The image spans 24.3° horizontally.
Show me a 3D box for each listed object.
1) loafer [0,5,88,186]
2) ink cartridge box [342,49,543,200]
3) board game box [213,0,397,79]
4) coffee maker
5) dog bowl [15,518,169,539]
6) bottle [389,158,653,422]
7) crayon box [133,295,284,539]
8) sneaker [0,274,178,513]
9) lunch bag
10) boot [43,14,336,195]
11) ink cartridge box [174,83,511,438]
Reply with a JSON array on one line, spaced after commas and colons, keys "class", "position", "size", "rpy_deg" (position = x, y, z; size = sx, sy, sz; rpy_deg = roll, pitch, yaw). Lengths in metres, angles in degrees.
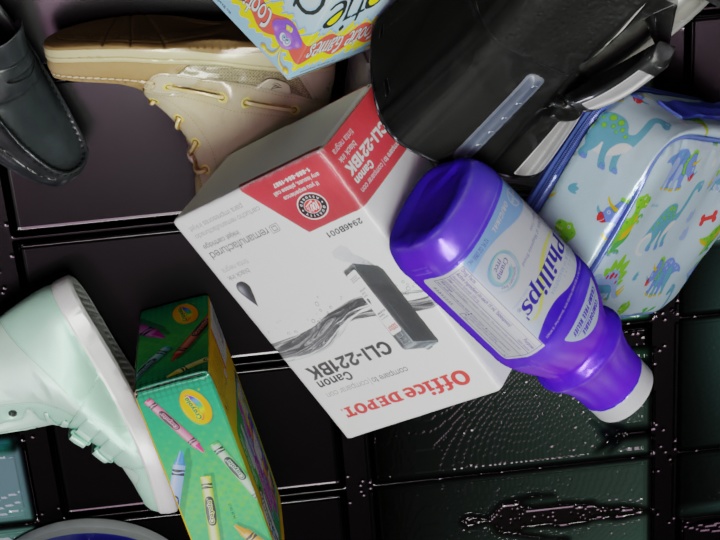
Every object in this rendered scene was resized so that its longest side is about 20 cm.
[{"class": "loafer", "position": [-0.250, -0.139, 1.123], "size": [0.070, 0.068, 0.201], "rpy_deg": [-15, 121, 43]}, {"class": "ink cartridge box", "position": [0.054, -0.062, 1.189], "size": [0.145, 0.084, 0.200], "rpy_deg": [6, 116, -9]}, {"class": "board game box", "position": [-0.006, -0.232, 1.033], "size": [0.105, 0.103, 0.200], "rpy_deg": [47, 134, 15]}, {"class": "coffee maker", "position": [0.091, -0.167, 1.002], "size": [0.192, 0.135, 0.200], "rpy_deg": [37, 131, -11]}, {"class": "dog bowl", "position": [-0.217, 0.304, 1.350], "size": [0.200, 0.079, 0.200], "rpy_deg": [-2, 117, -4]}, {"class": "bottle", "position": [0.106, 0.019, 1.039], "size": [0.200, 0.084, 0.065], "rpy_deg": [43, 148, -26]}, {"class": "crayon box", "position": [-0.110, 0.135, 1.253], "size": [0.058, 0.119, 0.200], "rpy_deg": [-16, 117, 2]}, {"class": "sneaker", "position": [-0.220, 0.113, 1.255], "size": [0.118, 0.074, 0.201], "rpy_deg": [-27, 106, 1]}, {"class": "lunch bag", "position": [0.192, -0.049, 1.158], "size": [0.082, 0.200, 0.161], "rpy_deg": [39, 113, 25]}, {"class": "boot", "position": [-0.119, -0.096, 1.166], "size": [0.200, 0.073, 0.156], "rpy_deg": [0, 118, -9]}, {"class": "ink cartridge box", "position": [0.000, 0.000, 1.096], "size": [0.144, 0.084, 0.200], "rpy_deg": [-22, 114, 40]}]
